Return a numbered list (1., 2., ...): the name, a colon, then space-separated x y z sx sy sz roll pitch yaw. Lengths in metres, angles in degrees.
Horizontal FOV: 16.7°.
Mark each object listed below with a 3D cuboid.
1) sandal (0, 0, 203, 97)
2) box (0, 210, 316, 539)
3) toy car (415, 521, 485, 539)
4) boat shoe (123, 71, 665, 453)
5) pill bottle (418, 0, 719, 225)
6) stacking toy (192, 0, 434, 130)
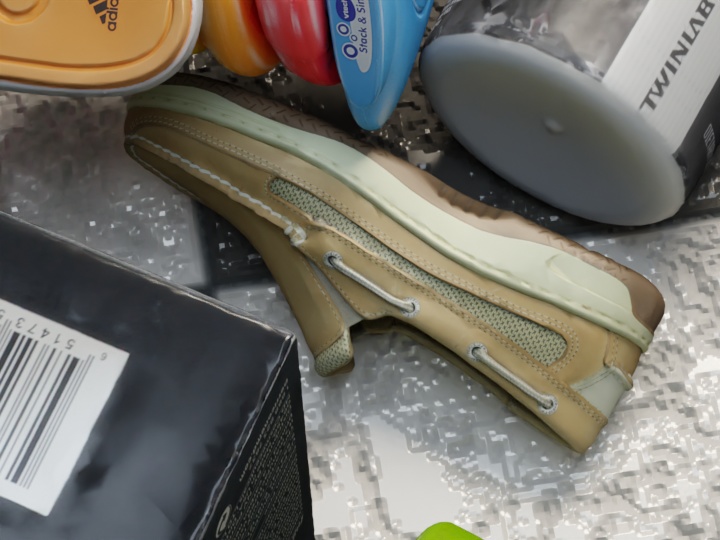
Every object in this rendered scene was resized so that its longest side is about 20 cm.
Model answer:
1. sandal: -0.153 -0.095 0.765 0.205 0.059 0.080 5 91 13
2. box: -0.101 0.071 0.729 0.148 0.200 0.107 21 70 10
3. toy car: 0.041 0.204 0.732 0.164 0.158 0.201 26 98 15
4. boat shoe: 0.000 0.000 0.834 0.199 0.072 0.076 25 85 12
5. pill bottle: 0.111 -0.124 0.861 0.106 0.106 0.201 28 70 11
6. stacking toy: -0.076 -0.116 0.822 0.199 0.117 0.110 2 36 13
